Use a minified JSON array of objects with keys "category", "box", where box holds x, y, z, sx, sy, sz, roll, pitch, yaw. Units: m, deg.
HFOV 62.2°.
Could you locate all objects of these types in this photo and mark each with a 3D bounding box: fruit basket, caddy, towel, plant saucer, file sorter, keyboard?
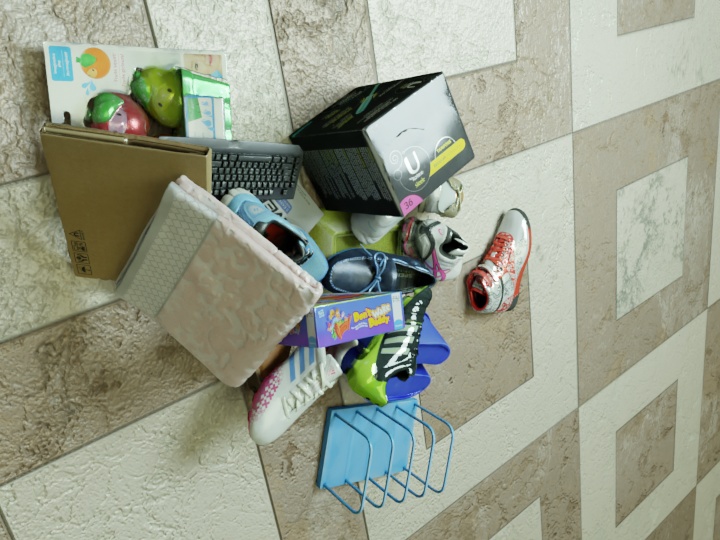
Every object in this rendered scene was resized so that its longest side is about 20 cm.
[{"category":"fruit basket","box":[-0.246,-0.161,0.689,0.197,0.093,0.189,-8,106,-33]},{"category":"caddy","box":[0.050,0.132,0.980,0.198,0.105,0.142,7,124,-44]},{"category":"towel","box":[-0.163,0.023,0.650,0.190,0.200,0.032,39,38,-7]},{"category":"plant saucer","box":[0.000,0.000,0.947,0.197,0.048,0.204,-9,106,-36]},{"category":"file sorter","box":[0.046,0.313,1.015,0.197,0.122,0.141,3,99,-37]},{"category":"keyboard","box":[-0.162,-0.094,0.712,0.198,0.021,0.129,-6,128,-39]}]

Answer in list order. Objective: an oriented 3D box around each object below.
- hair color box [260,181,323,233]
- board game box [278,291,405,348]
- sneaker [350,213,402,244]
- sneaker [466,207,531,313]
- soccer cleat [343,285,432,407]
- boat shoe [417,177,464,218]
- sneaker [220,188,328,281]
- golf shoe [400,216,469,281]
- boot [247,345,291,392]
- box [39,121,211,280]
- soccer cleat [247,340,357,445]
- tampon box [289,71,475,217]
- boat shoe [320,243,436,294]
[{"category":"hair color box","box":[-0.154,-0.047,0.807,0.201,0.064,0.111,-50,127,-15]},{"category":"board game box","box":[-0.061,0.058,0.743,0.133,0.198,0.046,-7,92,-41]},{"category":"sneaker","box":[0.063,-0.118,0.916,0.070,0.080,0.201,45,50,-13]},{"category":"sneaker","box":[0.261,-0.015,1.130,0.107,0.067,0.205,-4,107,-39]},{"category":"soccer cleat","box":[0.057,0.106,0.857,0.081,0.068,0.200,39,59,2]},{"category":"boat shoe","box":[0.127,-0.121,0.926,0.200,0.067,0.076,-35,135,-78]},{"category":"sneaker","box":[-0.098,-0.021,0.745,0.079,0.090,0.199,-56,145,0]},{"category":"golf shoe","box":[0.141,-0.025,0.996,0.200,0.091,0.074,33,69,-58]},{"category":"boot","box":[-0.119,0.107,0.877,0.200,0.076,0.156,43,71,-29]},{"category":"box","box":[-0.244,-0.059,0.650,0.160,0.021,0.202,6,135,-7]},{"category":"soccer cleat","box":[-0.076,0.150,0.814,0.201,0.085,0.070,-57,133,-28]},{"category":"tampon box","box":[0.025,-0.170,0.820,0.149,0.199,0.127,-39,117,-22]},{"category":"boat shoe","box":[0.034,0.001,0.898,0.197,0.068,0.086,-7,106,-36]}]
